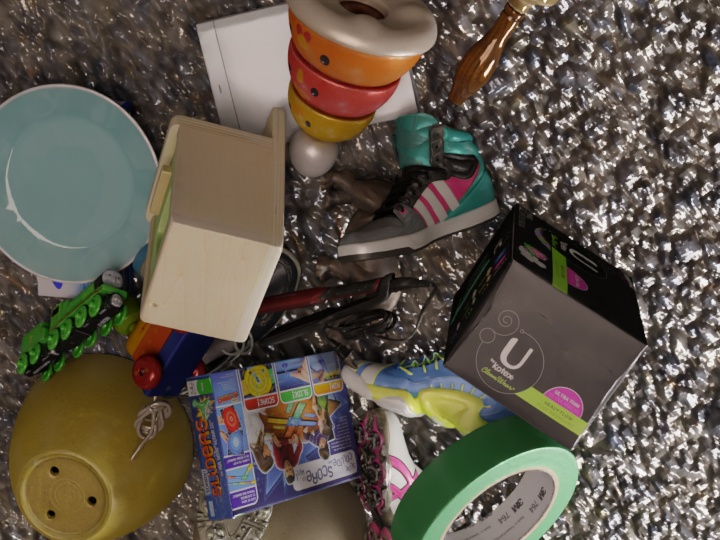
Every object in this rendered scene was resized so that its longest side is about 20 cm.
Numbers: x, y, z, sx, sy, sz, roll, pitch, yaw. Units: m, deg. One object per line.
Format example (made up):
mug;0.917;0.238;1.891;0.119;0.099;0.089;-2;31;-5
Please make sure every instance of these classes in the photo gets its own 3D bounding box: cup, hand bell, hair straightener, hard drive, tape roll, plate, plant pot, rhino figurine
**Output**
cup;-0.093;0.313;1.418;0.197;0.143;0.203;2;106;6
hand bell;0.142;-0.239;1.268;0.103;0.104;0.201;33;121;-4
hair straightener;-0.013;0.048;1.315;0.197;0.041;0.078;-14;106;23
hard drive;-0.051;-0.199;1.320;0.197;0.027;0.134;-11;105;10
tape roll;0.126;0.234;1.350;0.201;0.199;0.048;-54;50;17
plate;-0.291;-0.087;1.339;0.197;0.026;0.203;2;107;5
plant pot;-0.289;0.208;1.411;0.197;0.142;0.203;2;107;7
rhino figurine;0.000;0.000;1.345;0.086;0.060;0.203;4;97;6

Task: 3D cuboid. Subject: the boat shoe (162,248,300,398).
boat shoe;-0.140;0.057;1.389;0.199;0.062;0.075;-40;93;15

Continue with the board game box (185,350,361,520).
board game box;-0.081;0.158;1.327;0.034;0.199;0.138;-12;86;37

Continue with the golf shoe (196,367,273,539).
golf shoe;-0.124;0.204;1.380;0.077;0.097;0.203;10;71;-5

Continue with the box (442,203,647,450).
box;0.173;0.047;1.274;0.147;0.200;0.125;32;108;-4

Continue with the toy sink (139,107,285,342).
toy sink;-0.140;-0.058;1.258;0.110;0.202;0.131;13;134;-14

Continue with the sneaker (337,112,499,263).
sneaker;0.047;-0.085;1.274;0.083;0.199;0.123;-6;102;48

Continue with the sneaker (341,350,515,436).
sneaker;0.084;0.107;1.382;0.197;0.076;0.106;21;90;1

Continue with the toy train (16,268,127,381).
toy train;-0.295;0.056;1.372;0.041;0.057;0.199;21;143;-32

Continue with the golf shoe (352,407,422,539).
golf shoe;0.044;0.234;1.421;0.091;0.072;0.203;-17;108;-27

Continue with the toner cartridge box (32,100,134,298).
toner cartridge box;-0.283;-0.073;1.378;0.093;0.043;0.203;4;107;7

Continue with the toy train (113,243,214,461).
toy train;-0.216;0.077;1.347;0.116;0.084;0.201;44;110;27

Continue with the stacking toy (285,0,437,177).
stacking toy;-0.021;-0.170;1.260;0.144;0.147;0.202;20;124;1
